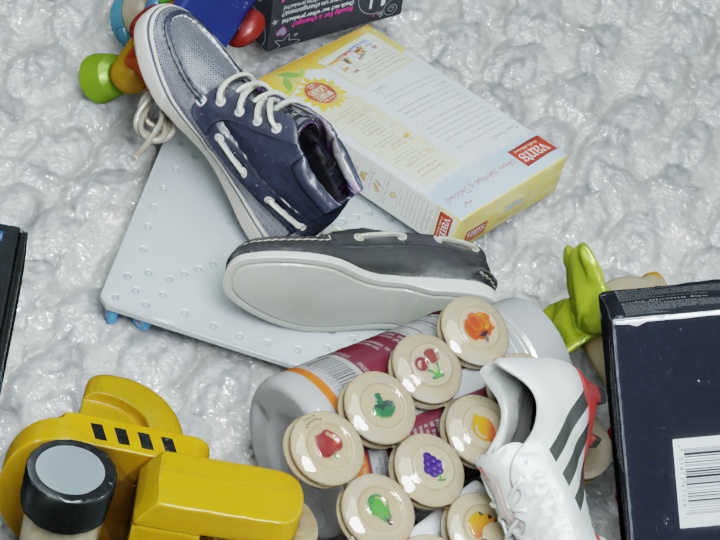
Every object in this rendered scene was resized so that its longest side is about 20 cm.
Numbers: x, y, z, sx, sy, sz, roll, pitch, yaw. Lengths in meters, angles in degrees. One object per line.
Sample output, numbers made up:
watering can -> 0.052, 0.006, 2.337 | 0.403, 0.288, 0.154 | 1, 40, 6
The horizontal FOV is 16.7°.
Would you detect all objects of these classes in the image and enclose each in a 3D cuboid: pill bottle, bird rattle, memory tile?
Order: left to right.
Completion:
pill bottle -> 0.037, 0.093, 1.637 | 0.200, 0.114, 0.114 | -20, 58, -29
memory tile -> 0.059, 0.113, 1.552 | 0.200, 0.017, 0.153 | -36, 84, -37
bird rattle -> 0.208, 0.065, 1.722 | 0.200, 0.113, 0.163 | 45, 37, 18

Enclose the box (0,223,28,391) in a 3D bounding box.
box -> -0.329, 0.041, 1.599 | 0.200, 0.086, 0.164 | 11, 49, -6

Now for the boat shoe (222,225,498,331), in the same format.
boat shoe -> 0.000, 0.000, 1.699 | 0.200, 0.074, 0.060 | 5, 50, -16

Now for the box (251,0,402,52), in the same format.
box -> -0.067, -0.278, 1.906 | 0.132, 0.115, 0.200 | -19, 46, -28

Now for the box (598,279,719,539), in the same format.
box -> 0.212, 0.113, 1.546 | 0.104, 0.200, 0.182 | -5, 5, 3

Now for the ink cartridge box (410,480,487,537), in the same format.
ink cartridge box -> 0.051, 0.244, 1.532 | 0.146, 0.083, 0.200 | 40, 52, 20

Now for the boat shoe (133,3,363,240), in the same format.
boat shoe -> -0.073, -0.111, 1.708 | 0.075, 0.093, 0.200 | -39, 97, -42

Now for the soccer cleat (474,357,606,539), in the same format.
soccer cleat -> 0.109, 0.145, 1.507 | 0.085, 0.069, 0.200 | 16, 61, -29

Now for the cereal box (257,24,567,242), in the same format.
cereal box -> 0.035, -0.100, 1.826 | 0.200, 0.040, 0.144 | 36, 40, 22

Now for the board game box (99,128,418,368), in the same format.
board game box -> -0.065, -0.011, 1.756 | 0.200, 0.026, 0.200 | 18, 48, 0

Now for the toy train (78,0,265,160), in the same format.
toy train -> -0.163, -0.145, 1.796 | 0.085, 0.116, 0.200 | 51, 49, -29

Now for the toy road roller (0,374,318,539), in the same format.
toy road roller -> -0.128, 0.146, 1.546 | 0.200, 0.123, 0.146 | 12, 37, -4
